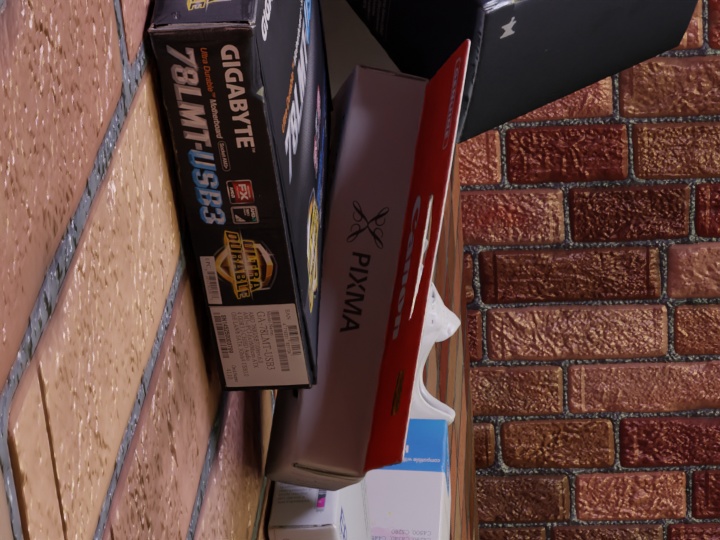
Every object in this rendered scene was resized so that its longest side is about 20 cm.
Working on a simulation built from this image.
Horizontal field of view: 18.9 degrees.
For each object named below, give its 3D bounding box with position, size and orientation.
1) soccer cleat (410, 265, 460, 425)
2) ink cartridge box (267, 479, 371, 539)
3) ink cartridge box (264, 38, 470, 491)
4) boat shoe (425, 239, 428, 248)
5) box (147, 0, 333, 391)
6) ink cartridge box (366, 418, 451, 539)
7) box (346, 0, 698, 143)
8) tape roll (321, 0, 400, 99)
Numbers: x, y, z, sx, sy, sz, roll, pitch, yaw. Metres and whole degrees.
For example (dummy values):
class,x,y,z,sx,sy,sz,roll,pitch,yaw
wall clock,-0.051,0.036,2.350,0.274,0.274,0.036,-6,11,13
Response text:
class,x,y,z,sx,sy,sz,roll,pitch,yaw
soccer cleat,0.024,0.014,1.446,0.069,0.084,0.202,-58,146,-80
ink cartridge box,-0.015,0.157,1.232,0.201,0.043,0.198,-81,168,-56
ink cartridge box,0.000,0.000,1.040,0.174,0.043,0.202,135,-35,-77
boat shoe,0.005,-0.013,1.330,0.200,0.073,0.068,-91,-177,-46
box,-0.046,-0.085,0.957,0.201,0.049,0.200,-87,174,-48
ink cartridge box,0.022,0.210,1.412,0.117,0.067,0.202,84,9,-57
box,0.062,-0.188,1.107,0.201,0.147,0.105,56,-24,27
tape roll,0.016,-0.186,1.304,0.200,0.065,0.202,-1,90,-84
